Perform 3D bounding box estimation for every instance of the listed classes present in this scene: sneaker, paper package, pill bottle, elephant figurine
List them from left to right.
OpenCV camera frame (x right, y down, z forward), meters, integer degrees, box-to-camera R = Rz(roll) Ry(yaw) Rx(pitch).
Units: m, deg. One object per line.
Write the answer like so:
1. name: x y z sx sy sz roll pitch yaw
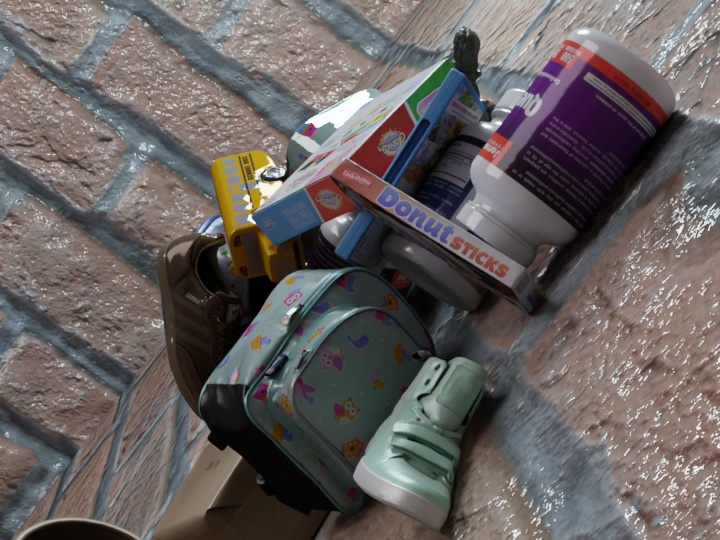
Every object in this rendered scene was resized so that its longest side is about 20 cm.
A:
1. sneaker: -0.158 0.059 1.564 0.075 0.201 0.070 -17 -4 29
2. paper package: -0.099 0.209 1.492 0.191 0.103 0.200 -58 11 -26
3. pill bottle: 0.000 0.000 1.567 0.111 0.111 0.201 -78 7 -66
4. sneaker: 0.053 0.123 1.162 0.118 0.074 0.200 -58 7 7
5. elephant figurine: 0.102 -0.181 1.776 0.141 0.155 0.200 -31 2 0
6. pill bottle: 0.119 -0.070 1.428 0.200 0.111 0.111 -54 10 -9
7. pill bottle: 0.172 -0.102 1.288 0.200 0.112 0.112 -52 10 3

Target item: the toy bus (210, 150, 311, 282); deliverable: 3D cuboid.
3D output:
1. toy bus: -0.105 -0.053 1.575 0.078 0.065 0.200 -12 34 -6

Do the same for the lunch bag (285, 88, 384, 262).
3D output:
1. lunch bag: 0.001 -0.094 1.651 0.160 0.077 0.201 -30 -45 -30

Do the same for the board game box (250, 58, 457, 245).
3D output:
1. board game box: 0.000 -0.116 1.465 0.200 0.040 0.153 -47 15 -33

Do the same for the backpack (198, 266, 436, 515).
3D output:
1. backpack: -0.022 0.096 1.337 0.153 0.176 0.200 -15 37 47

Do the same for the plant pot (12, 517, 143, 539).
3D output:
1. plant pot: -0.322 0.404 1.669 0.200 0.200 0.175 -75 8 -65

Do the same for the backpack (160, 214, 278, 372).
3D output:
1. backpack: -0.139 0.031 1.691 0.200 0.153 0.191 -64 -23 -71

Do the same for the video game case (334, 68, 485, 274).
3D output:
1. video game case: 0.050 -0.089 1.425 0.200 0.018 0.143 -57 -14 1

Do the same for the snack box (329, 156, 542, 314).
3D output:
1. snack box: 0.064 -0.031 1.278 0.024 0.200 0.072 -54 -26 -5
